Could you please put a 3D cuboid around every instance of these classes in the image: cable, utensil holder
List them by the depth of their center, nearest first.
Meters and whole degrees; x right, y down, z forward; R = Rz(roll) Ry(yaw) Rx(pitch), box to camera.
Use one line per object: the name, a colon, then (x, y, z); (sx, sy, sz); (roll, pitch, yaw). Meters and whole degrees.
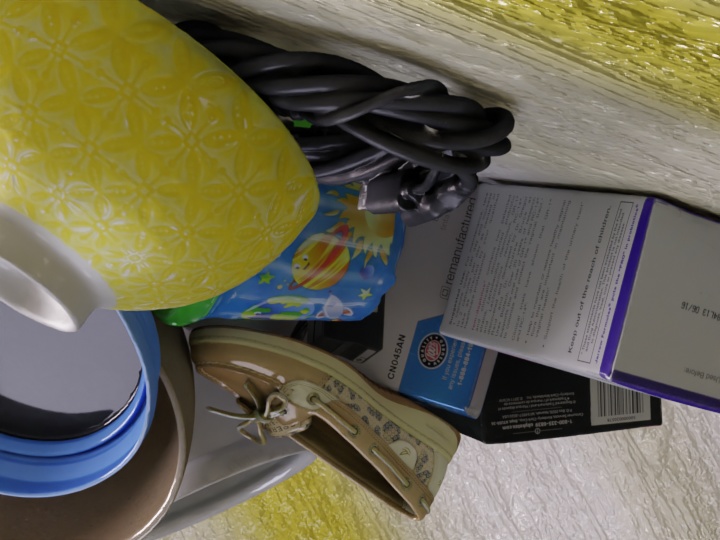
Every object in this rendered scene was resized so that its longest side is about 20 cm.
cable: (-0.016, -0.074, 0.809); (0.162, 0.051, 0.200); (25, 173, -10)
utensil holder: (-0.145, 0.076, 1.293); (0.169, 0.201, 0.170); (-23, 167, -6)

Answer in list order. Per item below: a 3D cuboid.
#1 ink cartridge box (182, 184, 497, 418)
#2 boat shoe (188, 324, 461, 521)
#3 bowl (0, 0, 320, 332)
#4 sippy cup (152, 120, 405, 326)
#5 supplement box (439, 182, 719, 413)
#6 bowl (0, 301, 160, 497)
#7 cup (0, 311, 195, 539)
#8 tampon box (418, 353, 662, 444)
ink cartridge box: (0.000, 0.000, 1.178); (0.199, 0.146, 0.084); (15, 176, 12)
boat shoe: (-0.024, 0.093, 1.118); (0.199, 0.063, 0.073); (27, 161, -23)
bowl: (-0.129, -0.039, 0.790); (0.199, 0.108, 0.200); (28, 161, 10)
sippy cup: (-0.047, -0.027, 1.058); (0.130, 0.141, 0.178); (10, -175, -21)
supplement box: (0.142, 0.013, 1.034); (0.101, 0.104, 0.200); (16, 177, -25)
bowl: (-0.205, 0.039, 1.003); (0.199, 0.202, 0.039); (16, -142, 6)
cup: (-0.186, 0.062, 1.128); (0.199, 0.201, 0.143); (16, -151, 5)
tampon box: (0.120, 0.052, 1.367); (0.149, 0.127, 0.200); (-4, -176, -17)
